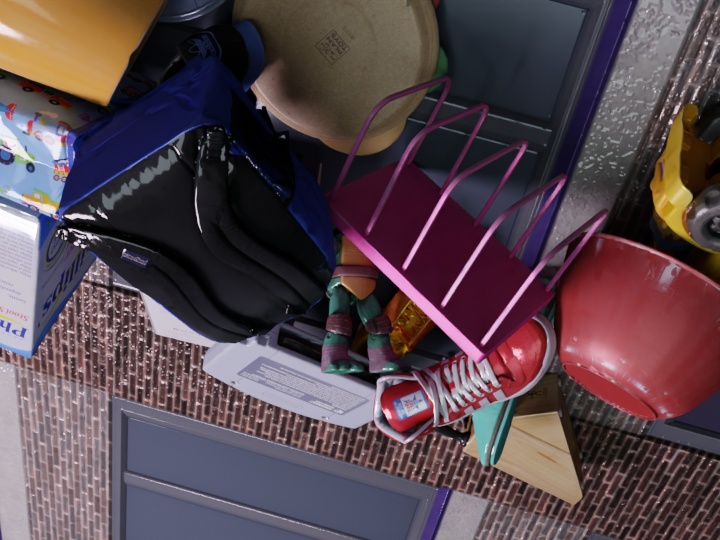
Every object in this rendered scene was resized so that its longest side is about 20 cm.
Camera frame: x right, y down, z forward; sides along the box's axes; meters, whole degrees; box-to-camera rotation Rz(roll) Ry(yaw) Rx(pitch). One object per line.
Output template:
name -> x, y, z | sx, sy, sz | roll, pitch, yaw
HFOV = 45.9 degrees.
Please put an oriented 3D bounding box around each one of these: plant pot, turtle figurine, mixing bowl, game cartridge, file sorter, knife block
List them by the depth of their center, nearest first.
plant pot -> -0.248, -0.232, 0.661 | 0.181, 0.202, 0.201 | 30, 126, -18
file sorter -> 0.091, -0.055, 0.736 | 0.200, 0.138, 0.126 | 44, 132, 16
mixing bowl -> 0.255, 0.066, 0.786 | 0.198, 0.109, 0.200 | 32, 170, 6
turtle figurine -> 0.000, 0.000, 0.855 | 0.147, 0.205, 0.100 | 0, 172, -19
game cartridge -> -0.062, 0.113, 0.913 | 0.197, 0.042, 0.133 | 25, 150, -22
knife block -> 0.157, 0.188, 0.991 | 0.172, 0.064, 0.202 | -11, 122, 21

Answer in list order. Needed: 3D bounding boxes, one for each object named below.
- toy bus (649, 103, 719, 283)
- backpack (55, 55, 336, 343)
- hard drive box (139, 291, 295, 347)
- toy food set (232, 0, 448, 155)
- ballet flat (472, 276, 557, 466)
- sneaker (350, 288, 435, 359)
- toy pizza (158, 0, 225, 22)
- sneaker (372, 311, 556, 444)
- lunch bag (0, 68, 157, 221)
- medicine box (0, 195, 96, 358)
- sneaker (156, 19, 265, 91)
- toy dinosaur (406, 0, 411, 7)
toy bus -> 0.331, -0.026, 0.773 | 0.197, 0.137, 0.193 | 26, 142, -3
backpack -> -0.109, -0.055, 0.688 | 0.160, 0.170, 0.200 | -24, 129, 22
hard drive box -> -0.147, 0.006, 0.883 | 0.153, 0.078, 0.201 | 12, 149, 4
toy food set -> -0.019, -0.208, 0.763 | 0.198, 0.049, 0.199 | 32, 125, -9
ballet flat -> 0.146, 0.099, 0.891 | 0.069, 0.067, 0.203 | 22, 91, 18
sneaker -> 0.059, 0.050, 0.910 | 0.072, 0.078, 0.201 | 33, 124, -9
toy pizza -> -0.176, -0.318, 0.729 | 0.196, 0.032, 0.204 | 7, 120, 12
sneaker -> 0.091, 0.106, 0.811 | 0.200, 0.111, 0.072 | -43, 64, 41
lunch bag -> -0.276, -0.152, 0.767 | 0.148, 0.201, 0.095 | 22, 125, 1
medicine box -> -0.328, -0.053, 0.850 | 0.101, 0.184, 0.202 | 21, 133, -3
sneaker -> -0.155, -0.152, 0.786 | 0.071, 0.077, 0.200 | 57, 145, 14
toy dinosaur -> 0.010, -0.317, 0.673 | 0.201, 0.058, 0.101 | 50, 126, 2
